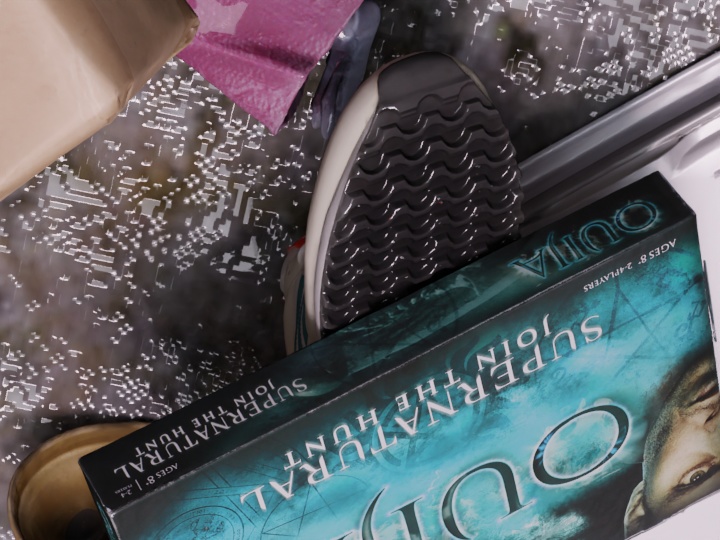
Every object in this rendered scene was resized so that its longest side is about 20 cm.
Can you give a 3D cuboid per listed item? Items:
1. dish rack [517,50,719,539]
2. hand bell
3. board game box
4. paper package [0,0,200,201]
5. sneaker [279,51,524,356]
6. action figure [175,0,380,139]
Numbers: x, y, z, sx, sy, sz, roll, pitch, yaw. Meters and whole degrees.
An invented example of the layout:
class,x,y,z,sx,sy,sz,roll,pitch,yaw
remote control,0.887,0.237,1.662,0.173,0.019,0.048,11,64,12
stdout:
class,x,y,z,sx,sy,sz,roll,pitch,yaw
dish rack,0.126,0.038,0.952,0.171,0.044,0.200,-29,109,9
hand bell,-0.089,0.163,0.982,0.104,0.104,0.201,10,123,-6
board game box,0.021,0.064,0.863,0.199,0.028,0.136,-26,137,-10
paper package,-0.175,-0.082,0.723,0.190,0.103,0.200,-34,99,13
sneaker,0.000,0.000,0.883,0.070,0.093,0.200,-20,136,-19
action figure,-0.078,-0.125,0.831,0.199,0.134,0.149,26,107,-15
